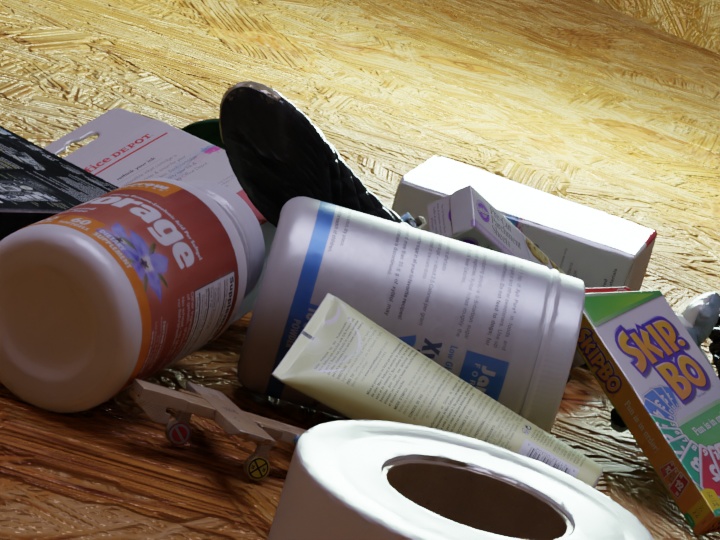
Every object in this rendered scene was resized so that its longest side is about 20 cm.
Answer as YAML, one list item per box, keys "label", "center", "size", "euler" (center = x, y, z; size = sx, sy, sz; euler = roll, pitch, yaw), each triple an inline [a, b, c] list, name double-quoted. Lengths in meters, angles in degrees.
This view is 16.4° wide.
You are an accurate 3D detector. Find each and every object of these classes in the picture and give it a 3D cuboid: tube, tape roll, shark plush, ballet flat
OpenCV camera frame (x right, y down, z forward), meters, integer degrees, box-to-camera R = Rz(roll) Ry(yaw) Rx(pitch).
- label: "tube"
  center: [0.049, 0.088, 1.502]
  size: [0.200, 0.052, 0.058]
  euler: [31, 8, 3]
- label: "tape roll"
  center: [0.052, 0.149, 1.312]
  size: [0.202, 0.071, 0.202]
  euler: [15, 13, -4]
- label: "shark plush"
  center: [0.220, 0.076, 1.768]
  size: [0.091, 0.083, 0.200]
  euler: [-17, 5, 11]
- label: "ballet flat"
  center: [-0.027, -0.049, 1.664]
  size: [0.200, 0.066, 0.057]
  euler: [49, 20, -24]

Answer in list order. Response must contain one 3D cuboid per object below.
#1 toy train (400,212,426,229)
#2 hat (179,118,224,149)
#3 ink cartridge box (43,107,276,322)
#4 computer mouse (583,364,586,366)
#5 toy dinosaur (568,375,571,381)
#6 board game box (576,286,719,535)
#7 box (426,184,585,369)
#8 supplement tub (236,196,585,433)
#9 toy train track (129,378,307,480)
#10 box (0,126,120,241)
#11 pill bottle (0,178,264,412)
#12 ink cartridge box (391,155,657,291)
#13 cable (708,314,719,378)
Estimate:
- label: "toy train"
  center: [0.000, 0.000, 1.771]
  size: [0.046, 0.034, 0.200]
  euler: [52, 31, 1]
- label: "hat"
  center: [-0.095, 0.002, 1.836]
  size: [0.165, 0.176, 0.200]
  euler: [20, -26, 6]
- label: "ink cartridge box"
  center: [-0.140, -0.036, 1.730]
  size: [0.200, 0.068, 0.116]
  euler: [26, 46, 38]
- label: "computer mouse"
  center: [0.130, 0.035, 1.943]
  size: [0.200, 0.034, 0.059]
  euler: [19, 15, 13]
- label: "toy dinosaur"
  center: [0.099, 0.047, 1.748]
  size: [0.047, 0.088, 0.200]
  euler: [-14, -5, 32]
- label: "board game box"
  center: [0.204, 0.084, 1.653]
  size: [0.095, 0.030, 0.200]
  euler: [-2, 49, -45]
- label: "box"
  center: [0.118, 0.008, 1.823]
  size: [0.200, 0.039, 0.042]
  euler: [41, 34, -43]
- label: "supplement tub"
  center: [0.031, 0.039, 1.599]
  size: [0.200, 0.132, 0.132]
  euler: [16, 13, -1]
- label: "toy train track"
  center: [-0.043, 0.107, 1.461]
  size: [0.200, 0.033, 0.115]
  euler: [18, 5, -21]
- label: "box"
  center: [-0.255, -0.033, 1.637]
  size: [0.200, 0.086, 0.164]
  euler: [27, 16, 37]
- label: "pill bottle"
  center: [-0.139, 0.007, 1.516]
  size: [0.112, 0.112, 0.200]
  euler: [21, 22, 18]
- label: "ink cartridge box"
  center: [0.129, -0.017, 2.040]
  size: [0.200, 0.086, 0.148]
  euler: [18, 14, 12]
- label: "cable"
  center: [0.354, 0.085, 1.975]
  size: [0.163, 0.051, 0.200]
  euler: [13, 13, -17]
